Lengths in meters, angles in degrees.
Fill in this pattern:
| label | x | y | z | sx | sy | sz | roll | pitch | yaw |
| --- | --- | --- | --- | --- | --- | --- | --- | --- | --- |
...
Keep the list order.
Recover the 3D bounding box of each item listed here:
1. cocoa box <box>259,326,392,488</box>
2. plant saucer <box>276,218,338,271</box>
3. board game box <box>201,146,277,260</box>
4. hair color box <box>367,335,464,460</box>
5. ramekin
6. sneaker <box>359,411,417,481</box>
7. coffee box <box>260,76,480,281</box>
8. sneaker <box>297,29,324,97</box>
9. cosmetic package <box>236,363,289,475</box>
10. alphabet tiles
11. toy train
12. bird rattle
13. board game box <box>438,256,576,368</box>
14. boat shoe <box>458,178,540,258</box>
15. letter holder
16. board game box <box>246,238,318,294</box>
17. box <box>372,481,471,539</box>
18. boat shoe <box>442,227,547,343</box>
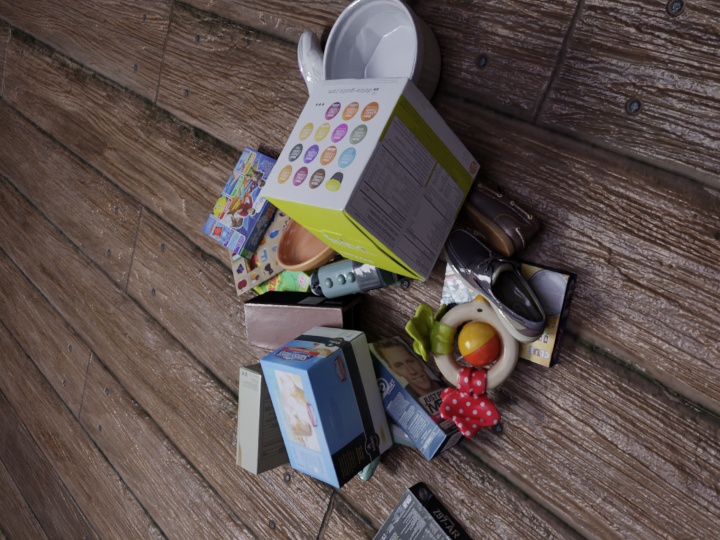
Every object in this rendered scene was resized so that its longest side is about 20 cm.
| label | x | y | z | sx | sy | sz | roll | pitch | yaw |
| --- | --- | --- | --- | --- | --- | --- | --- | --- | --- |
| cocoa box | -0.054 | 0.212 | 0.963 | 0.131 | 0.130 | 0.205 | 2 | 111 | 47 |
| plant saucer | -0.069 | -0.076 | 1.084 | 0.198 | 0.037 | 0.203 | -31 | 35 | 24 |
| board game box | -0.231 | -0.140 | 1.231 | 0.134 | 0.034 | 0.203 | 28 | 89 | 34 |
| hair color box | 0.086 | 0.203 | 0.990 | 0.200 | 0.099 | 0.061 | 45 | 119 | 28 |
| ramekin | 0.040 | -0.337 | 0.994 | 0.196 | 0.104 | 0.207 | 2 | 93 | 39 |
| sneaker | 0.044 | 0.311 | 1.046 | 0.198 | 0.072 | 0.122 | 2 | 87 | 49 |
| coffee box | 0.015 | -0.132 | 0.872 | 0.197 | 0.199 | 0.201 | 16 | 76 | 47 |
| sneaker | -0.057 | -0.353 | 1.110 | 0.097 | 0.075 | 0.205 | -18 | 81 | 20 |
| cosmetic package | -0.192 | 0.296 | 1.226 | 0.070 | 0.104 | 0.206 | 9 | 97 | 39 |
| alphabet tiles | -0.185 | -0.067 | 1.207 | 0.197 | 0.008 | 0.171 | -28 | 62 | 19 |
| toy train | 0.000 | 0.000 | 1.034 | 0.197 | 0.113 | 0.088 | -12 | 97 | 39 |
| bird rattle | 0.158 | 0.128 | 0.887 | 0.162 | 0.112 | 0.203 | -37 | 72 | 17 |
| board game box | 0.215 | 0.048 | 0.915 | 0.197 | 0.034 | 0.139 | 19 | 104 | 37 |
| boat shoe | 0.188 | -0.100 | 0.914 | 0.070 | 0.071 | 0.201 | -37 | 54 | -5 |
| letter holder | -0.102 | 0.121 | 1.102 | 0.195 | 0.100 | 0.147 | 2 | 101 | 21 |
| board game box | -0.164 | 0.011 | 1.220 | 0.198 | 0.047 | 0.104 | 35 | 114 | 33 |
| box | 0.099 | 0.496 | 1.032 | 0.160 | 0.043 | 0.203 | 42 | 117 | 30 |
| boat shoe | 0.193 | 0.010 | 0.852 | 0.202 | 0.071 | 0.065 | 54 | 162 | 19 |
